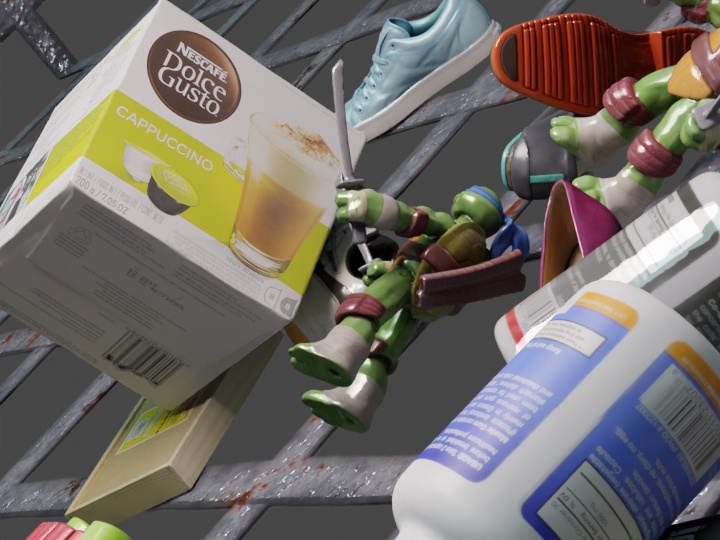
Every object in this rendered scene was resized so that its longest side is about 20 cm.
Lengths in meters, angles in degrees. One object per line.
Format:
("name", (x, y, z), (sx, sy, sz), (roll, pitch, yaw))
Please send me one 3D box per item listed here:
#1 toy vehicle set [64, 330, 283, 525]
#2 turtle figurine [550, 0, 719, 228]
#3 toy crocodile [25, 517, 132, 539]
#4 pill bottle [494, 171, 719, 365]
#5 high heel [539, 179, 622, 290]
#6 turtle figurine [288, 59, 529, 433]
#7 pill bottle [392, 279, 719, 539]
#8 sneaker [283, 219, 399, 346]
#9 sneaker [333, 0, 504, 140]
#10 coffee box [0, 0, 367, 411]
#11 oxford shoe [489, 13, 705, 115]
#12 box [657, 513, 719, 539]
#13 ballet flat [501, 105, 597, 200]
("toy vehicle set", (-0.147, 0.122, 1.921), (0.124, 0.027, 0.200), (-27, 21, 36))
("turtle figurine", (0.196, -0.133, 1.584), (0.194, 0.144, 0.200), (-46, -17, 27))
("toy crocodile", (-0.215, 0.212, 1.771), (0.068, 0.062, 0.200), (-45, 17, -19))
("pill bottle", (0.185, 0.018, 1.331), (0.200, 0.114, 0.114), (-36, 17, 10))
("high heel", (0.120, 0.031, 1.465), (0.067, 0.096, 0.200), (-23, 23, 44))
("turtle figurine", (0.000, 0.000, 1.695), (0.194, 0.200, 0.144), (-58, 8, -26))
("pill bottle", (0.087, 0.109, 1.160), (0.200, 0.112, 0.112), (-44, 17, -17))
("sneaker", (-0.003, -0.009, 1.895), (0.088, 0.076, 0.200), (-25, 31, 23))
("sneaker", (0.034, -0.194, 2.257), (0.200, 0.082, 0.074), (-36, 16, 11))
("coffee box", (-0.150, -0.048, 1.862), (0.200, 0.200, 0.198), (-37, 25, 50))
("oxford shoe", (0.165, -0.144, 1.731), (0.200, 0.071, 0.072), (2, -2, -34))
("box", (0.158, 0.177, 1.098), (0.200, 0.044, 0.160), (-20, 26, 48))
("ballet flat", (0.170, -0.109, 1.794), (0.073, 0.073, 0.200), (-27, 15, 36))
